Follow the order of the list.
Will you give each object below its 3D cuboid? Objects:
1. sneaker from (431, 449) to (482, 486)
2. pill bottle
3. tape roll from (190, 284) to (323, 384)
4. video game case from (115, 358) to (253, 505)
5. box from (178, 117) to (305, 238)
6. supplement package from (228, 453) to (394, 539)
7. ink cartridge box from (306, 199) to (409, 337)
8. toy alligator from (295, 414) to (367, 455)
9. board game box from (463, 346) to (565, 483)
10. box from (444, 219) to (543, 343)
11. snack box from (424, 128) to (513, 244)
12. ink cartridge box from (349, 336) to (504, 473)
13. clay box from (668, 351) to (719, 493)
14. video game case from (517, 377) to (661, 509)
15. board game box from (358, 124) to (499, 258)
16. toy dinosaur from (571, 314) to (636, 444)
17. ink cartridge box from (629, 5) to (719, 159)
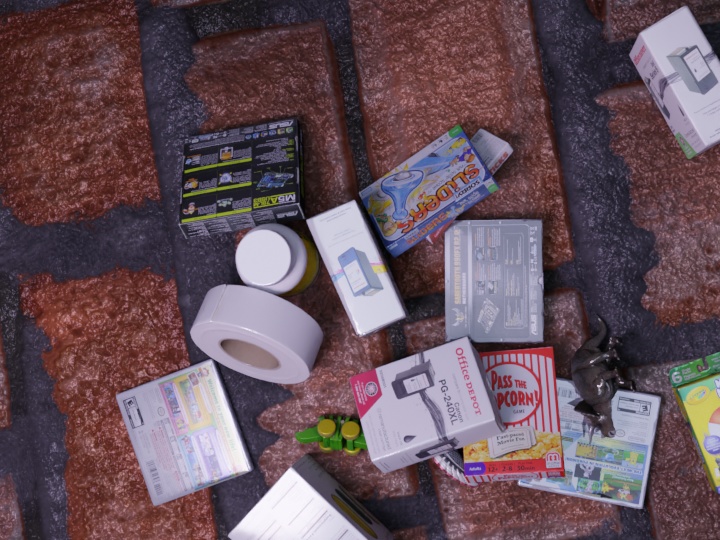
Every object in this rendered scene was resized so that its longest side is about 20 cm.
[{"bbox_3d":[0.131,0.261,1.566,0.075,0.081,0.200,-40,84,2],"label":"sneaker"},{"bbox_3d":[-0.132,-0.016,1.547,0.112,0.200,0.113,0,88,7],"label":"pill bottle"},{"bbox_3d":[-0.164,0.103,1.543,0.202,0.202,0.071,17,64,7],"label":"tape roll"},{"bbox_3d":[-0.296,0.272,1.649,0.182,0.022,0.200,-21,85,6],"label":"video game case"},{"bbox_3d":[-0.191,-0.152,1.590,0.200,0.048,0.193,-10,56,6],"label":"box"},{"bbox_3d":[-0.073,0.420,1.549,0.200,0.152,0.151,42,93,7],"label":"supplement package"},{"bbox_3d":[0.000,0.000,1.557,0.087,0.145,0.200,-22,85,4],"label":"ink cartridge box"},{"bbox_3d":[-0.005,0.265,1.598,0.200,0.059,0.054,4,48,7],"label":"toy alligator"},{"bbox_3d":[0.235,0.225,1.528,0.151,0.046,0.200,-7,63,12],"label":"board game box"},{"bbox_3d":[0.215,0.018,1.579,0.158,0.048,0.200,-1,88,8],"label":"box"},{"bbox_3d":[0.155,-0.137,1.576,0.200,0.024,0.072,-49,45,-2],"label":"snack box"},{"bbox_3d":[0.102,0.205,1.502,0.200,0.083,0.145,-21,61,8],"label":"ink cartridge box"},{"bbox_3d":[0.571,0.232,1.527,0.115,0.048,0.200,-21,87,6],"label":"clay box"},{"bbox_3d":[0.365,0.272,1.566,0.200,0.022,0.182,10,89,7],"label":"video game case"},{"bbox_3d":[0.106,-0.127,1.560,0.200,0.034,0.135,-34,50,10],"label":"board game box"},{"bbox_3d":[0.364,0.157,1.522,0.102,0.077,0.200,-28,58,31],"label":"toy dinosaur"},{"bbox_3d":[0.503,-0.285,1.503,0.084,0.146,0.200,-29,85,7],"label":"ink cartridge box"}]
